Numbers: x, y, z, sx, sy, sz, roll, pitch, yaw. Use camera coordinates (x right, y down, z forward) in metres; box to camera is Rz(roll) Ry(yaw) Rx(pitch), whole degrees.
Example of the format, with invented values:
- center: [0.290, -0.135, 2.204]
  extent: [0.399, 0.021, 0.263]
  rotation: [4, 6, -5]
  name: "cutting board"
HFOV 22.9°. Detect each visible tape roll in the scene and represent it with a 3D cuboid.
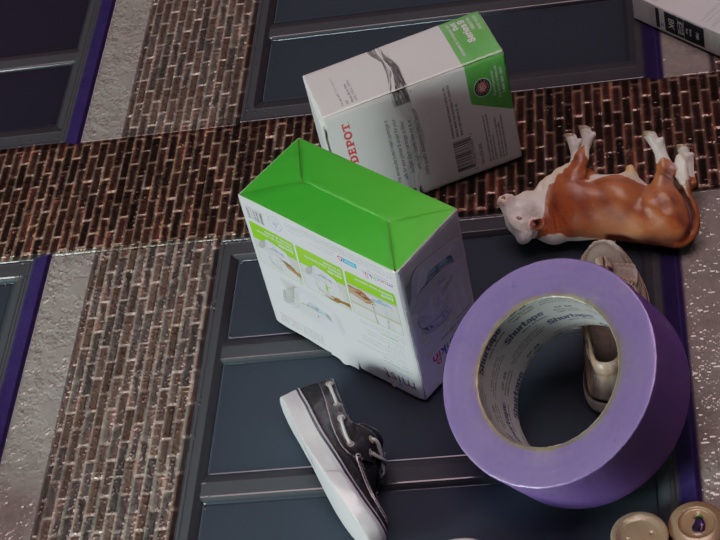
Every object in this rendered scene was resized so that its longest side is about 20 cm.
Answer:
- center: [0.176, 0.097, 1.526]
  extent: [0.198, 0.085, 0.202]
  rotation: [-12, 66, 27]
  name: "tape roll"

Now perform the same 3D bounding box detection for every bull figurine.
- center: [0.236, -0.076, 1.742]
  extent: [0.198, 0.065, 0.123]
  rotation: [8, 80, 13]
  name: "bull figurine"

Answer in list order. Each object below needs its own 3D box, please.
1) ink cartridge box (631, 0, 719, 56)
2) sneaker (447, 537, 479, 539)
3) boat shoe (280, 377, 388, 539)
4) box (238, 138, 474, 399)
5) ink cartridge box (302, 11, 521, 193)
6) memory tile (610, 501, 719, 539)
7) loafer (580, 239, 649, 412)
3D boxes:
- center: [0.400, -0.279, 1.929]
  extent: [0.099, 0.039, 0.199]
  rotation: [-38, 47, -22]
  name: "ink cartridge box"
- center: [0.021, 0.281, 1.460]
  extent: [0.198, 0.071, 0.081]
  rotation: [-14, 47, 1]
  name: "sneaker"
- center: [-0.008, 0.167, 1.584]
  extent: [0.067, 0.072, 0.200]
  rotation: [-25, 38, -8]
  name: "boat shoe"
- center: [0.000, 0.000, 1.664]
  extent: [0.199, 0.178, 0.097]
  rotation: [25, 57, 34]
  name: "box"
- center: [0.053, -0.159, 1.827]
  extent: [0.198, 0.147, 0.084]
  rotation: [-20, 45, -5]
  name: "ink cartridge box"
- center: [0.310, 0.248, 1.450]
  extent: [0.197, 0.017, 0.154]
  rotation: [-10, 44, 6]
  name: "memory tile"
- center: [0.232, 0.038, 1.644]
  extent: [0.071, 0.063, 0.201]
  rotation: [-6, 45, 11]
  name: "loafer"
